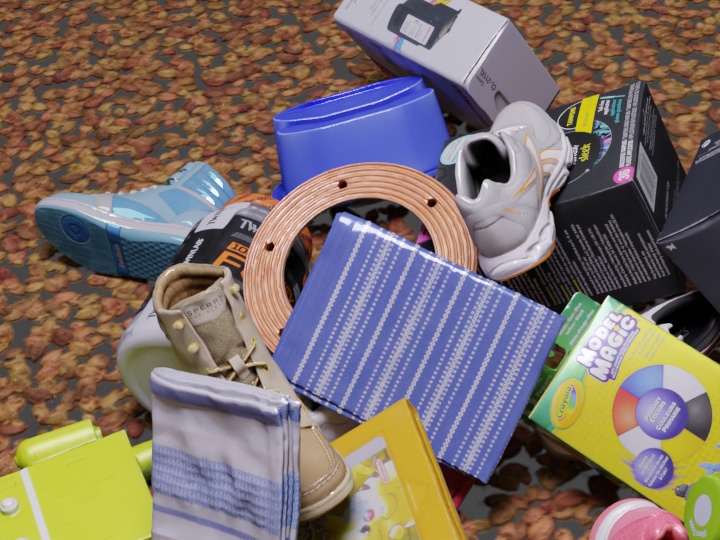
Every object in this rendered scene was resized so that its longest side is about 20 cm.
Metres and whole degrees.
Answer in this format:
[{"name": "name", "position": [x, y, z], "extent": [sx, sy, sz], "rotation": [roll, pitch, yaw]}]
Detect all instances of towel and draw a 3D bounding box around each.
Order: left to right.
[{"name": "towel", "position": [-0.100, 0.173, 0.981], "extent": [0.146, 0.203, 0.024], "rotation": [9, 10, 40]}, {"name": "towel", "position": [0.040, 0.058, 1.083], "extent": [0.198, 0.146, 0.024], "rotation": [26, 5, 12]}]

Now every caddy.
[{"name": "caddy", "position": [0.003, -0.116, 1.391], "extent": [0.198, 0.106, 0.142], "rotation": [-16, 20, -2]}]

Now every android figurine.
[{"name": "android figurine", "position": [-0.229, 0.197, 1.122], "extent": [0.198, 0.041, 0.183], "rotation": [-18, 42, -13]}]

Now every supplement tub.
[{"name": "supplement tub", "position": [-0.120, 0.031, 1.228], "extent": [0.121, 0.123, 0.201], "rotation": [8, 44, 18]}]

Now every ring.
[{"name": "ring", "position": [0.000, 0.000, 1.157], "extent": [0.198, 0.019, 0.202], "rotation": [-6, 61, 12]}]

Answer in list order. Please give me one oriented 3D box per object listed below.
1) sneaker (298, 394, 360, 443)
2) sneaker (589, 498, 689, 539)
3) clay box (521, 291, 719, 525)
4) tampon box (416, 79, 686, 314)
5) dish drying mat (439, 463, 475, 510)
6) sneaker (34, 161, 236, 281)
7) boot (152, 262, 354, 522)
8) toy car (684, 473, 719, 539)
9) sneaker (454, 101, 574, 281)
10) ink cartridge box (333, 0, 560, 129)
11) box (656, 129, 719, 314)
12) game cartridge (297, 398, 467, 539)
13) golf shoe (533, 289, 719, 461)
[{"name": "sneaker", "position": [0.008, 0.085, 1.177], "extent": [0.074, 0.082, 0.200], "rotation": [14, 44, 27]}, {"name": "sneaker", "position": [0.178, 0.247, 0.894], "extent": [0.073, 0.087, 0.203], "rotation": [4, 80, -9]}, {"name": "clay box", "position": [0.218, 0.108, 1.060], "extent": [0.199, 0.048, 0.115], "rotation": [33, 83, 16]}, {"name": "tampon box", "position": [0.171, -0.050, 1.219], "extent": [0.198, 0.127, 0.151], "rotation": [-15, 35, 27]}, {"name": "dish drying mat", "position": [0.012, 0.210, 1.078], "extent": [0.076, 0.018, 0.200], "rotation": [16, 47, 31]}, {"name": "sneaker", "position": [-0.210, -0.059, 1.384], "extent": [0.198, 0.080, 0.131], "rotation": [16, 47, 12]}, {"name": "boot", "position": [-0.083, 0.083, 1.026], "extent": [0.072, 0.157, 0.200], "rotation": [-28, 28, -13]}, {"name": "toy car", "position": [0.318, 0.230, 0.914], "extent": [0.162, 0.158, 0.202], "rotation": [12, 61, -17]}, {"name": "sneaker", "position": [0.117, -0.088, 1.110], "extent": [0.075, 0.092, 0.201], "rotation": [-20, 33, 24]}, {"name": "ink cartridge box", "position": [0.091, -0.223, 1.452], "extent": [0.199, 0.146, 0.083], "rotation": [34, 86, 38]}, {"name": "box", "position": [0.346, -0.009, 1.134], "extent": [0.079, 0.200, 0.142], "rotation": [-29, 21, 48]}, {"name": "game cartridge", "position": [-0.022, 0.208, 1.014], "extent": [0.199, 0.032, 0.177], "rotation": [-31, 44, 9]}, {"name": "golf shoe", "position": [0.218, 0.075, 1.132], "extent": [0.199, 0.092, 0.073], "rotation": [-35, 71, -25]}]
